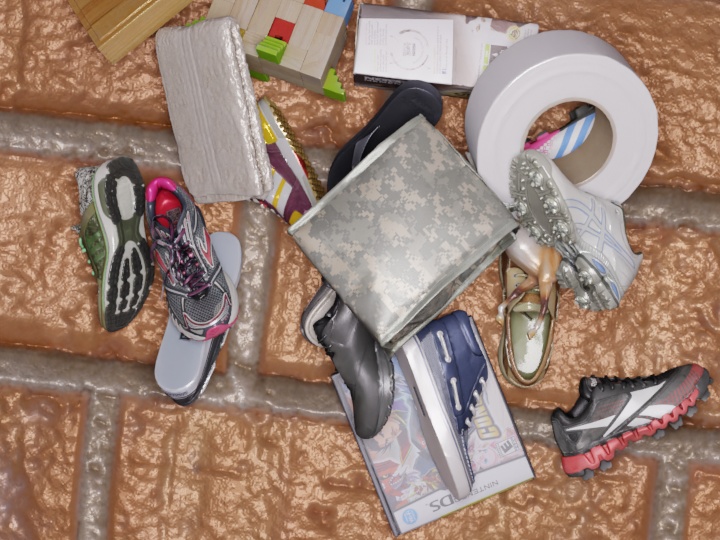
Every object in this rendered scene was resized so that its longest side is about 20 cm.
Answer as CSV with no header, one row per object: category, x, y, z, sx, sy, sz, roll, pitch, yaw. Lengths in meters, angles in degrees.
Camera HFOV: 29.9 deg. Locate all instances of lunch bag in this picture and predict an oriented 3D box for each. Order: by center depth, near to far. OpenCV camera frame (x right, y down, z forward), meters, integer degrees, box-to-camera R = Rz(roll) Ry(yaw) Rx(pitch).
lunch bag,0.049,-0.040,1.407,0.200,0.118,0.164,-41,78,-1

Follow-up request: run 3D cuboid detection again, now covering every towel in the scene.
towel,-0.159,-0.173,1.479,0.034,0.131,0.203,-21,105,-43

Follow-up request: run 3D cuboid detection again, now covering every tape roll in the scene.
tape roll,0.212,-0.148,1.437,0.199,0.071,0.205,-5,122,-7

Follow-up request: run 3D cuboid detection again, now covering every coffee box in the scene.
coffee box,0.091,-0.240,1.503,0.197,0.113,0.081,6,91,0

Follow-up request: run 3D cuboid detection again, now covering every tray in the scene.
tray,-0.229,-0.331,1.517,0.199,0.037,0.099,-38,55,1

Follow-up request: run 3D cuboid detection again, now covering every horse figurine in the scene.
horse figurine,0.164,-0.016,1.479,0.199,0.050,0.133,36,75,13

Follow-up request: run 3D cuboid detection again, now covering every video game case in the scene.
video game case,0.084,0.180,1.556,0.178,0.026,0.203,-22,91,1

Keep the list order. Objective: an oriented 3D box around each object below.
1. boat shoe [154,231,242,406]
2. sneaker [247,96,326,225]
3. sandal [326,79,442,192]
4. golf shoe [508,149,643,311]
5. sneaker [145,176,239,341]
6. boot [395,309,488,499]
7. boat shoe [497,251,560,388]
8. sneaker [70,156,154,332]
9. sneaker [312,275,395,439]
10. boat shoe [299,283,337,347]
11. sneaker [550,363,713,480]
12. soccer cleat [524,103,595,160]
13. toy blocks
boat shoe,-0.177,0.056,1.535,0.072,0.068,0.202,6,67,12
sneaker,-0.095,-0.091,1.535,0.089,0.075,0.202,-27,85,10
sandal,0.020,-0.126,1.491,0.075,0.043,0.201,24,129,-13
golf shoe,0.230,-0.057,1.425,0.097,0.078,0.201,-43,114,-24
sneaker,-0.197,-0.011,1.490,0.080,0.075,0.202,-26,62,-3
boot,0.111,0.149,1.510,0.089,0.073,0.203,-21,100,-13
boat shoe,0.195,0.034,1.527,0.074,0.074,0.204,0,92,0
sneaker,-0.292,-0.032,1.546,0.088,0.076,0.204,9,103,38
sneaker,-0.008,0.086,1.496,0.089,0.076,0.204,-2,95,-12
boat shoe,0.000,0.000,1.541,0.067,0.057,0.200,43,87,-21
sneaker,0.302,0.150,1.530,0.199,0.071,0.099,-31,93,3
soccer cleat,0.224,-0.121,1.525,0.198,0.070,0.087,-31,92,1
toy blocks,-0.086,-0.291,1.521,0.197,0.100,0.138,20,79,9
